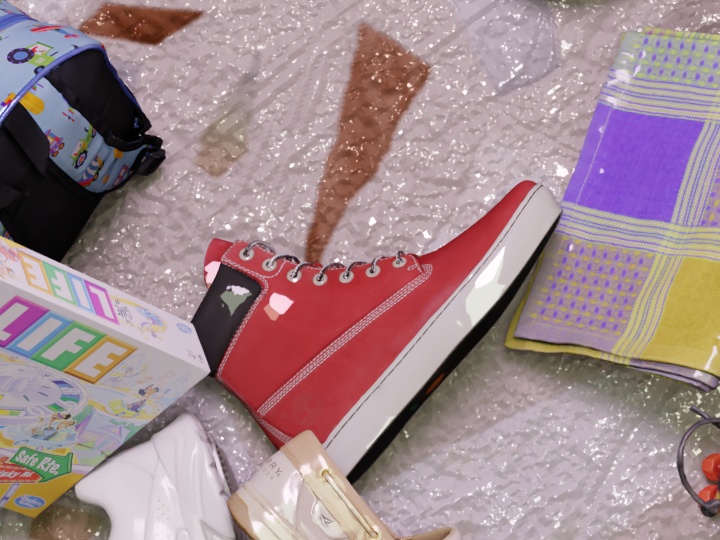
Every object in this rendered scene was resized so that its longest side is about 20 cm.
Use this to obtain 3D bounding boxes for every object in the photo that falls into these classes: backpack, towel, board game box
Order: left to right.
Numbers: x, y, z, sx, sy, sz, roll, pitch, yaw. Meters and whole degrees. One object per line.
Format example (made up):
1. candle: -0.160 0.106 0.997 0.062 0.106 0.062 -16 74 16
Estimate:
1. backpack: -0.204 -0.059 1.127 0.134 0.200 0.183 36 82 8
2. board game box: -0.188 0.048 1.078 0.134 0.200 0.034 -40 52 19
3. towel: 0.164 -0.037 1.163 0.143 0.023 0.201 14 76 43

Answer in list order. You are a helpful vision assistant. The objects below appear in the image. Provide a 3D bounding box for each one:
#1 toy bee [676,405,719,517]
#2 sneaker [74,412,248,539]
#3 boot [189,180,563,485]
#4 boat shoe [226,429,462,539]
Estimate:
1. toy bee: 0.231 0.107 1.142 0.200 0.109 0.131 37 72 -17
2. sneaker: -0.092 0.182 1.145 0.099 0.078 0.201 -22 69 4
3. boot: 0.000 0.000 1.171 0.144 0.072 0.200 43 91 12
4. boat shoe: 0.027 0.158 1.119 0.200 0.074 0.069 40 88 -13
